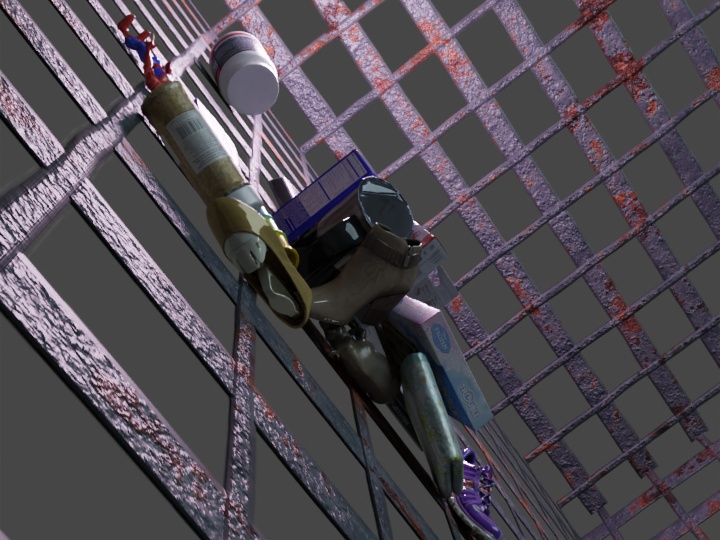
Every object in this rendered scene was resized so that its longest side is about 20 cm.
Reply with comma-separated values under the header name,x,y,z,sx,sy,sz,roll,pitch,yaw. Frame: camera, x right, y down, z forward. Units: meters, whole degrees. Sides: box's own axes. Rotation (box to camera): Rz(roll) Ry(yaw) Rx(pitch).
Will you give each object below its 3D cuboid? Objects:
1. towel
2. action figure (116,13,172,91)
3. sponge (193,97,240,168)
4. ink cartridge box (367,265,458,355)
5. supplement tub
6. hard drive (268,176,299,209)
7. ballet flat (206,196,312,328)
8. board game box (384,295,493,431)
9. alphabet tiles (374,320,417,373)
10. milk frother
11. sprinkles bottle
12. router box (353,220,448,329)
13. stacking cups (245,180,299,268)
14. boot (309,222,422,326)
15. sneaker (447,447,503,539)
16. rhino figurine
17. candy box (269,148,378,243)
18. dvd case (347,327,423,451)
name,x,y,z,sx,sy,sz,roll,pitch,yaw
towel,0.111,0.236,1.483,0.201,0.047,0.173,78,-10,-61
action figure,-0.314,-0.313,1.498,0.202,0.051,0.066,61,5,35
sponge,-0.238,-0.207,1.601,0.112,0.030,0.201,53,5,-25
ink cartridge box,0.084,0.065,1.861,0.057,0.199,0.164,44,11,-48
supplement tub,-0.272,-0.461,2.311,0.141,0.139,0.201,50,6,-37
hard drive,-0.108,-0.096,2.015,0.201,0.042,0.135,51,6,-36
ballet flat,-0.118,-0.006,1.214,0.201,0.068,0.064,50,20,-32
board game box,0.108,0.136,1.558,0.202,0.043,0.198,62,-16,-19
alphabet tiles,0.085,0.171,1.605,0.166,0.006,0.202,39,-23,47
milk frother,0.000,0.000,1.527,0.200,0.187,0.181,45,39,-10
sprinkles bottle,-0.206,-0.148,1.283,0.202,0.068,0.068,56,5,9
router box,0.038,-0.003,1.767,0.049,0.199,0.179,51,-4,-26
stacking cups,-0.145,-0.069,1.383,0.061,0.060,0.201,49,8,-46
boot,-0.001,0.003,1.405,0.198,0.148,0.070,9,23,-46
sneaker,0.181,0.351,1.564,0.081,0.083,0.201,50,8,-34
rhino figurine,-0.003,0.126,1.444,0.200,0.059,0.088,48,11,-41
candy box,-0.039,-0.095,1.752,0.078,0.199,0.169,56,5,33
dvd case,0.047,0.195,1.659,0.201,0.025,0.150,54,5,-12
